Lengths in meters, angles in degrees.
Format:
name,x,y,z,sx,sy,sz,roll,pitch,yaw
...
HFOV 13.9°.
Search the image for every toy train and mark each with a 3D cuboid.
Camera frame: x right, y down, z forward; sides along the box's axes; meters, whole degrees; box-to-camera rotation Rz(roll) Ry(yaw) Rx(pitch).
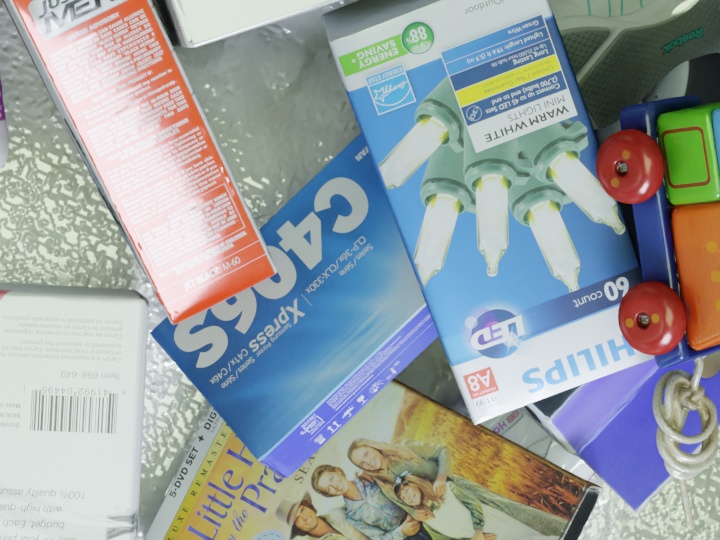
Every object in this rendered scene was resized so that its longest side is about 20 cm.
name,x,y,z,sx,sy,sz,roll,pitch,yaw
toy train,0.185,0.017,1.353,0.115,0.085,0.201,-6,94,40

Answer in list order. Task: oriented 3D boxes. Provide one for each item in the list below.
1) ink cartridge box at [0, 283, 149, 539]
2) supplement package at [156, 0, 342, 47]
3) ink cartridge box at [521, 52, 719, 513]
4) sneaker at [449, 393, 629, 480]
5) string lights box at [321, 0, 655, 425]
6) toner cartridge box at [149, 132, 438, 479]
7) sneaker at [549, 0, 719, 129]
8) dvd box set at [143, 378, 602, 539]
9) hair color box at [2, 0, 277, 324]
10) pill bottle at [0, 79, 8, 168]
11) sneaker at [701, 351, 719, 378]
name,x,y,z,sx,sy,sz,roll,pitch,yaw
ink cartridge box,-0.183,0.107,1.486,0.145,0.085,0.201,3,93,-6
supplement package,-0.039,-0.199,1.417,0.151,0.200,0.151,-18,96,-4
ink cartridge box,0.134,-0.016,1.483,0.198,0.043,0.200,-46,67,-2
sneaker,0.076,0.085,1.515,0.099,0.075,0.200,30,91,-8
string lights box,0.064,-0.041,1.392,0.102,0.059,0.201,-21,108,2
toner cartridge box,0.000,0.000,1.474,0.200,0.043,0.095,-44,66,1
sneaker,0.125,-0.126,1.463,0.200,0.080,0.071,-25,136,-16
dvd box set,0.002,0.127,1.488,0.200,0.029,0.147,28,91,21
hair color box,-0.116,-0.086,1.427,0.064,0.111,0.200,-26,122,-5
pill bottle,-0.237,-0.142,1.445,0.112,0.112,0.201,-7,95,-5
sneaker,0.251,0.044,1.537,0.200,0.067,0.090,26,91,-13
